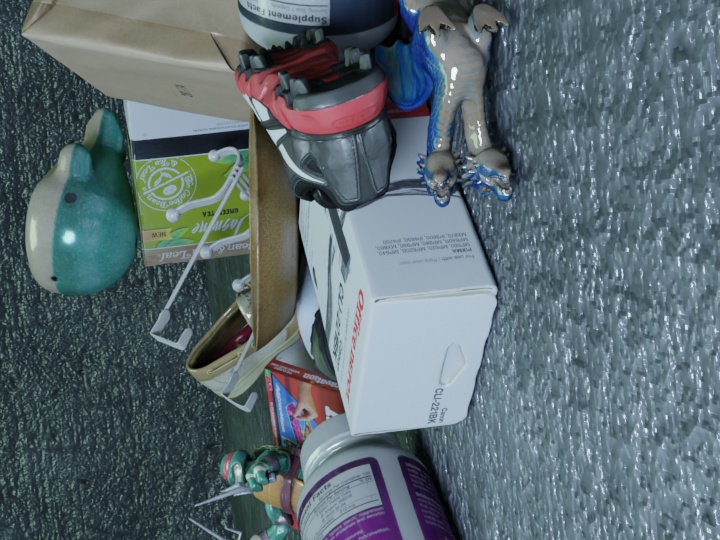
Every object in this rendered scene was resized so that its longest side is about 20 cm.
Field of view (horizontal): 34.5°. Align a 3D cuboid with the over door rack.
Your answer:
[{"bbox_3d":[-0.130,0.008,1.085,0.148,0.066,0.203,51,-133,-53],"label":"over door rack"}]

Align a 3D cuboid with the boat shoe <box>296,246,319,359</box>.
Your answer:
[{"bbox_3d":[-0.030,-0.015,1.044,0.068,0.072,0.203,-140,41,-84],"label":"boat shoe"}]

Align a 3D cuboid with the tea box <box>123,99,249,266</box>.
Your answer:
[{"bbox_3d":[-0.139,-0.130,1.190,0.134,0.197,0.199,-113,19,-53],"label":"tea box"}]

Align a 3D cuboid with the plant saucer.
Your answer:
[{"bbox_3d":[-0.073,-0.034,0.966,0.200,0.035,0.204,179,90,-83],"label":"plant saucer"}]

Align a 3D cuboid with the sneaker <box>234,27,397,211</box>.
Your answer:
[{"bbox_3d":[-0.028,-0.092,0.716,0.200,0.070,0.099,-134,25,-64],"label":"sneaker"}]

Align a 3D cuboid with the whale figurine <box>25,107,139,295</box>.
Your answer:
[{"bbox_3d":[-0.264,-0.068,1.171,0.160,0.102,0.202,97,-175,-52],"label":"whale figurine"}]

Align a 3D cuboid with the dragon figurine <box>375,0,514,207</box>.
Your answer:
[{"bbox_3d":[0.043,-0.129,0.668,0.100,0.058,0.202,99,160,-50],"label":"dragon figurine"}]

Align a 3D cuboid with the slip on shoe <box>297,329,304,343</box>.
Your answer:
[{"bbox_3d":[-0.030,0.066,1.118,0.074,0.060,0.203,142,119,-74],"label":"slip on shoe"}]

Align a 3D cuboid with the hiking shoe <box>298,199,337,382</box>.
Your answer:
[{"bbox_3d":[0.000,0.000,0.955,0.100,0.075,0.203,15,114,59],"label":"hiking shoe"}]

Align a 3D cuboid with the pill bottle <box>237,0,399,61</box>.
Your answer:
[{"bbox_3d":[-0.029,-0.217,0.818,0.120,0.118,0.203,-114,20,-54],"label":"pill bottle"}]

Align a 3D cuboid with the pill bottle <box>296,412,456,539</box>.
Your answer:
[{"bbox_3d":[0.013,0.203,0.863,0.201,0.110,0.114,-111,19,-52],"label":"pill bottle"}]

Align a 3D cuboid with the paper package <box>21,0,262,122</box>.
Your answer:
[{"bbox_3d":[-0.154,-0.201,0.964,0.200,0.187,0.105,36,-116,-81],"label":"paper package"}]

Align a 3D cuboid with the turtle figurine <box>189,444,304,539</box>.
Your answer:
[{"bbox_3d":[-0.069,0.208,1.067,0.151,0.197,0.102,81,-154,-48],"label":"turtle figurine"}]

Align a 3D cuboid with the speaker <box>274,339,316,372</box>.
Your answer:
[{"bbox_3d":[-0.058,0.102,1.220,0.082,0.080,0.202,97,161,-49],"label":"speaker"}]

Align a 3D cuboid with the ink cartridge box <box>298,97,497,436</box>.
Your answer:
[{"bbox_3d":[0.017,-0.011,0.792,0.145,0.082,0.202,98,161,-48],"label":"ink cartridge box"}]

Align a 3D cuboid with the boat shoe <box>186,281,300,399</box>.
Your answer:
[{"bbox_3d":[-0.101,0.046,1.184,0.201,0.066,0.074,-51,43,9],"label":"boat shoe"}]

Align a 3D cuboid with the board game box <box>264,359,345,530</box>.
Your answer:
[{"bbox_3d":[-0.036,0.183,1.109,0.019,0.102,0.203,-45,-40,-46],"label":"board game box"}]
